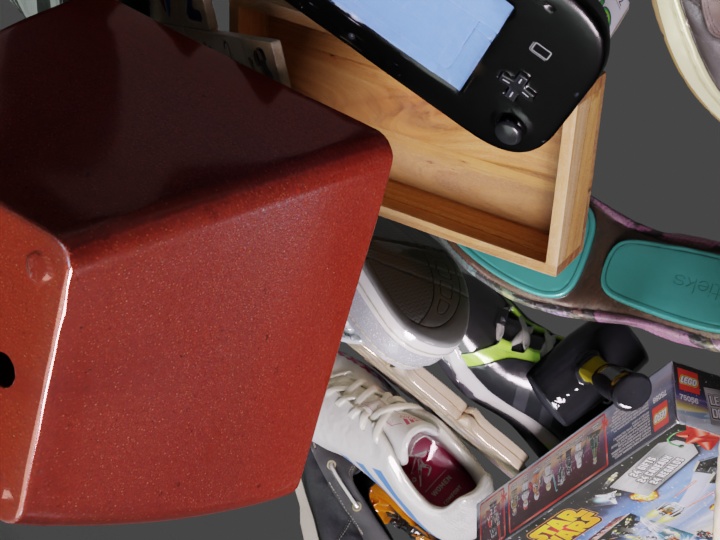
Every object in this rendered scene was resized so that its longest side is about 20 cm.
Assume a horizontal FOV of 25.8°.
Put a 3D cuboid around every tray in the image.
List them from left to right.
[{"bbox_3d":[0.023,-0.077,0.800,0.199,0.037,0.099,20,125,25],"label":"tray"}]

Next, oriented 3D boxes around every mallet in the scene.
[{"bbox_3d":[0.117,0.060,0.806,0.041,0.066,0.200,51,-171,1],"label":"mallet"}]

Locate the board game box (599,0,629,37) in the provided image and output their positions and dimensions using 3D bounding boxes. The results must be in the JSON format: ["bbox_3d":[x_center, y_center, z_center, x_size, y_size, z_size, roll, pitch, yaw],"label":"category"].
[{"bbox_3d":[0.024,-0.180,0.666,0.126,0.035,0.201,10,145,41],"label":"board game box"}]

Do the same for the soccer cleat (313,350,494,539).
[{"bbox_3d":[0.013,0.101,1.055,0.199,0.070,0.087,37,157,17],"label":"soccer cleat"}]

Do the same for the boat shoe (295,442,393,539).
[{"bbox_3d":[-0.016,0.137,1.123,0.067,0.201,0.072,-23,155,11],"label":"boat shoe"}]

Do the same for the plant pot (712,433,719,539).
[{"bbox_3d":[0.263,0.081,0.679,0.182,0.202,0.201,7,145,24],"label":"plant pot"}]

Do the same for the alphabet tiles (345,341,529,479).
[{"bbox_3d":[0.051,0.085,1.011,0.195,0.015,0.200,39,176,-4],"label":"alphabet tiles"}]

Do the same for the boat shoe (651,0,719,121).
[{"bbox_3d":[0.144,-0.123,0.581,0.065,0.073,0.200,9,144,49],"label":"boat shoe"}]

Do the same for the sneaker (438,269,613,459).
[{"bbox_3d":[0.123,0.060,0.940,0.200,0.072,0.083,43,128,-19],"label":"sneaker"}]

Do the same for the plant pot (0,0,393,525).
[{"bbox_3d":[-0.132,0.005,0.730,0.199,0.176,0.201,28,116,25],"label":"plant pot"}]

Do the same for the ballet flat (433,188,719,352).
[{"bbox_3d":[0.129,0.000,0.823,0.199,0.070,0.071,19,170,27],"label":"ballet flat"}]

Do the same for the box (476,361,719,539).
[{"bbox_3d":[0.173,0.127,0.893,0.136,0.040,0.200,17,143,-22],"label":"box"}]

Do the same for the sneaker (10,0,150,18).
[{"bbox_3d":[-0.173,-0.201,0.812,0.115,0.075,0.202,35,144,27],"label":"sneaker"}]

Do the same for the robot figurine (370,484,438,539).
[{"bbox_3d":[0.053,0.191,1.215,0.144,0.058,0.200,-2,135,51],"label":"robot figurine"}]

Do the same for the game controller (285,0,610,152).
[{"bbox_3d":[0.013,-0.130,0.674,0.199,0.042,0.104,35,155,0],"label":"game controller"}]

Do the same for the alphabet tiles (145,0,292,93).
[{"bbox_3d":[-0.080,-0.083,0.844,0.199,0.007,0.169,21,128,56],"label":"alphabet tiles"}]

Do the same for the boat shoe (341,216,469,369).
[{"bbox_3d":[-0.002,-0.001,0.850,0.074,0.065,0.202,16,-158,-30],"label":"boat shoe"}]
